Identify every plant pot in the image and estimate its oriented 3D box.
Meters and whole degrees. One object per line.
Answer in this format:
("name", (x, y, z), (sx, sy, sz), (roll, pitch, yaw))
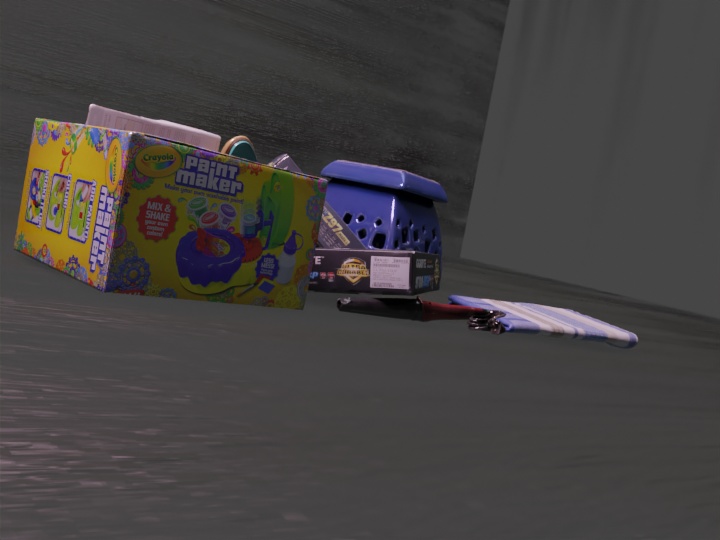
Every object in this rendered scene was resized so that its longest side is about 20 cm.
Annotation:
("plant pot", (0.029, -0.083, 1.337), (0.197, 0.183, 0.199), (15, 5, 32))

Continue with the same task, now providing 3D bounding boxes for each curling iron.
("curling iron", (0.067, 0.041, 0.791), (0.197, 0.026, 0.049), (9, 1, -24))

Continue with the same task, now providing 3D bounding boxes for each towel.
("towel", (0.219, 0.064, 0.948), (0.197, 0.024, 0.146), (7, 7, -27))

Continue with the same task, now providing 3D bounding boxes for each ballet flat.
("ballet flat", (-0.179, -0.107, 1.100), (0.068, 0.203, 0.063), (-27, 47, -30))

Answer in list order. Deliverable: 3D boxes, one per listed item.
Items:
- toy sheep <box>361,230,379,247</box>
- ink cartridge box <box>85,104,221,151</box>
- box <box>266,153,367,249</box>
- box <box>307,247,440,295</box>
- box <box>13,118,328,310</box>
("toy sheep", (0.024, -0.073, 1.526), (0.136, 0.140, 0.199), (8, 14, -36))
("ink cartridge box", (-0.283, -0.114, 1.001), (0.050, 0.165, 0.198), (21, 10, 41))
("box", (-0.069, -0.078, 1.145), (0.201, 0.051, 0.158), (49, -4, -12))
("box", (0.000, 0.000, 0.867), (0.156, 0.047, 0.200), (2, 1, 14))
("box", (-0.170, -0.051, 0.698), (0.198, 0.124, 0.191), (8, 5, -44))
